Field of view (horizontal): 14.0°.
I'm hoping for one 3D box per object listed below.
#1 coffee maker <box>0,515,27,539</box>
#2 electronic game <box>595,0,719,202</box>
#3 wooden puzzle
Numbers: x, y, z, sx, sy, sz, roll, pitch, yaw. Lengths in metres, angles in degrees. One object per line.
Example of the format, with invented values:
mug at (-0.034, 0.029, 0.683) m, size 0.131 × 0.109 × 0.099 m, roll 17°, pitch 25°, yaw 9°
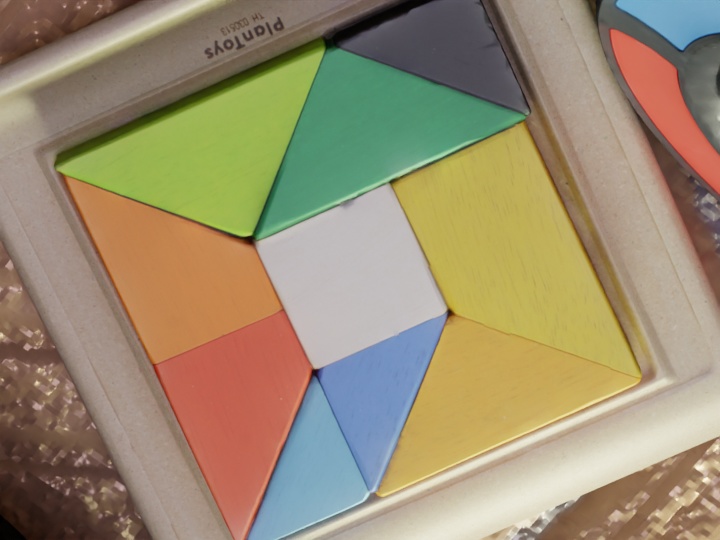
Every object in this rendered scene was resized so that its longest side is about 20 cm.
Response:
coffee maker at (-0.129, 0.096, 0.828) m, size 0.192 × 0.135 × 0.200 m, roll -38°, pitch 110°, yaw 13°
electronic game at (0.148, -0.023, 0.779) m, size 0.200 × 0.200 × 0.042 m, roll 39°, pitch 77°, yaw -15°
wooden puzzle at (0.000, 0.000, 0.857) m, size 0.185 × 0.037 × 0.200 m, roll -24°, pitch 109°, yaw 5°
